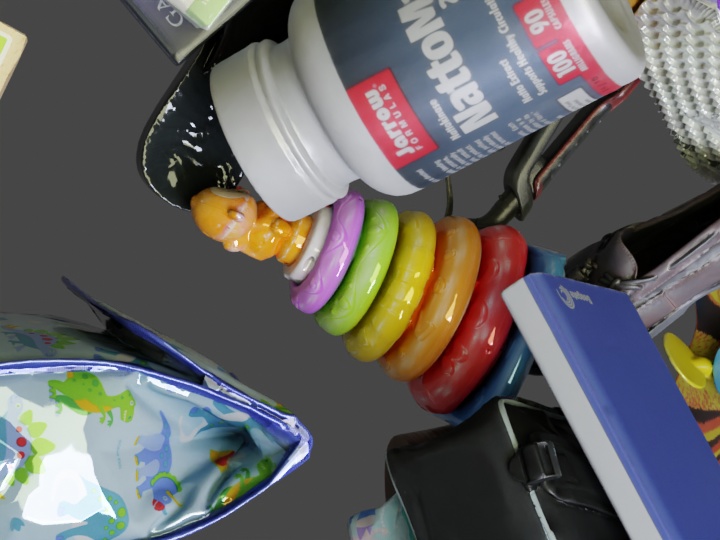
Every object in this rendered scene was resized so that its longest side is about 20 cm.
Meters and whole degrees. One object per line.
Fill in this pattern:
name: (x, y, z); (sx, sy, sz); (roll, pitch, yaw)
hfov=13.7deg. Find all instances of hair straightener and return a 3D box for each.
hair straightener: (0.103, -0.103, 1.648); (0.077, 0.041, 0.200); (42, 87, -21)

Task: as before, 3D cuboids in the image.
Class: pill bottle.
pill bottle: (0.031, -0.107, 1.506); (0.199, 0.120, 0.120); (-27, 109, 15)

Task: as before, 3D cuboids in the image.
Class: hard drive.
hard drive: (0.149, 0.097, 1.515); (0.025, 0.132, 0.201); (-34, 71, 20)

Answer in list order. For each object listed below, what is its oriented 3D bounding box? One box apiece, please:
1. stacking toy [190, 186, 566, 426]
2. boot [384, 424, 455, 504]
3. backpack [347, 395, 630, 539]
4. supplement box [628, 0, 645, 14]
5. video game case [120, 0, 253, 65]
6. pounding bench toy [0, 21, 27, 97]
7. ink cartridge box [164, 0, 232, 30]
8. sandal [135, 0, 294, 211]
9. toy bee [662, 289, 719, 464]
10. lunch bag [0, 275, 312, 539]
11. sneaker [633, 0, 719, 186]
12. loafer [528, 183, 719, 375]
stacking toy: (0.000, 0.000, 1.590); (0.199, 0.116, 0.110); (25, 89, -15)
boot: (0.092, 0.178, 1.667); (0.154, 0.074, 0.202); (-2, 102, -24)
backpack: (0.100, 0.164, 1.537); (0.199, 0.150, 0.179); (8, 55, -56)
supplement box: (0.175, -0.208, 1.589); (0.200, 0.067, 0.069); (-40, 78, -7)
video game case: (-0.065, -0.224, 1.534); (0.200, 0.019, 0.143); (-41, 93, 2)
pounding bench toy: (-0.241, -0.123, 1.448); (0.124, 0.156, 0.201); (26, 89, -21)
ink cartridge box: (-0.110, -0.238, 1.500); (0.200, 0.048, 0.146); (39, 92, -6)
sandal: (-0.050, -0.123, 1.577); (0.075, 0.048, 0.202); (23, 91, -22)
toy bee: (0.218, 0.041, 1.684); (0.200, 0.109, 0.131); (-46, 145, -8)
lunch bag: (-0.141, 0.076, 1.510); (0.199, 0.170, 0.128); (-1, 99, -19)
sneaker: (0.206, -0.125, 1.628); (0.100, 0.069, 0.200); (-55, 153, -14)
loafer: (0.163, -0.011, 1.637); (0.199, 0.072, 0.063); (-24, 125, 10)
